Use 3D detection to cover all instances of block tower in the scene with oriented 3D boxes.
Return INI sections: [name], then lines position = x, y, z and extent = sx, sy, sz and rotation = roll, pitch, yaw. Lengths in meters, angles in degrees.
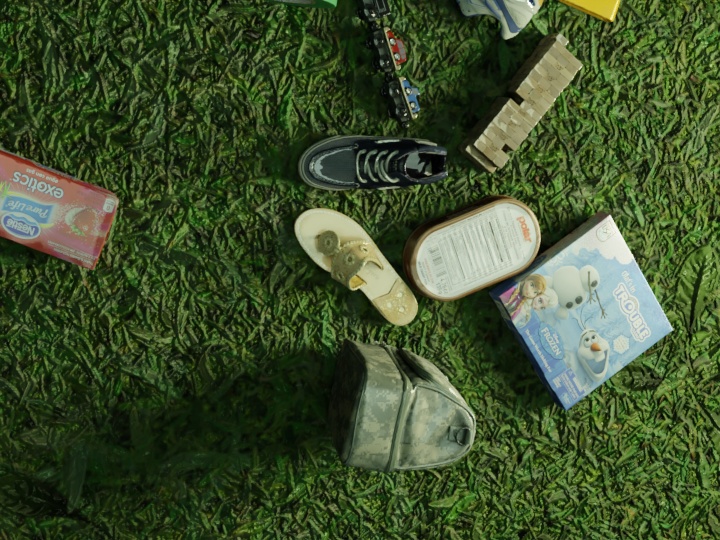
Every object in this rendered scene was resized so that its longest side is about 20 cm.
[block tower]
position = 0.219, -0.226, 1.723
extent = 0.058, 0.054, 0.201
rotation = 37, 88, -17

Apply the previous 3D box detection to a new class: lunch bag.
[lunch bag]
position = 0.054, 0.179, 1.667
extent = 0.165, 0.200, 0.142
rotation = 12, 98, -12

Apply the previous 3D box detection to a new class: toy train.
[toy train]
position = 0.037, -0.288, 1.680
extent = 0.045, 0.034, 0.203
rotation = -23, 102, -23

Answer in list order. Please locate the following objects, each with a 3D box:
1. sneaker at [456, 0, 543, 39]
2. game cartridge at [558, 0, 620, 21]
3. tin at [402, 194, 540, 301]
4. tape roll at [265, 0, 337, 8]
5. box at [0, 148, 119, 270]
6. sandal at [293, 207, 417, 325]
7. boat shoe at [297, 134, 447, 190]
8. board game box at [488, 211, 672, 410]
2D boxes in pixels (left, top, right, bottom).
[sneaker]
position = 0.140, -0.379, 1.671
extent = 0.199, 0.075, 0.089
rotation = 33, 119, -1
[game cartridge]
position = 0.300, -0.463, 1.721
extent = 0.174, 0.032, 0.203
rotation = 19, 94, -16
[tin]
position = 0.154, -0.029, 1.744
extent = 0.198, 0.042, 0.113
rotation = -23, 107, -10
[tape roll]
position = -0.123, -0.360, 1.541
extent = 0.197, 0.200, 0.049
rotation = 8, 97, -15
[box]
position = -0.405, -0.083, 1.562
extent = 0.198, 0.100, 0.097
rotation = 21, 93, -16
[sandal]
position = 0.004, -0.004, 1.691
extent = 0.212, 0.070, 0.078
rotation = 44, 86, -16
[boat shoe]
position = 0.021, -0.142, 1.664
extent = 0.197, 0.093, 0.076
rotation = -8, 100, -13
[board game box]
position = 0.312, 0.057, 1.790
extent = 0.198, 0.043, 0.201
rotation = -36, 106, -8
